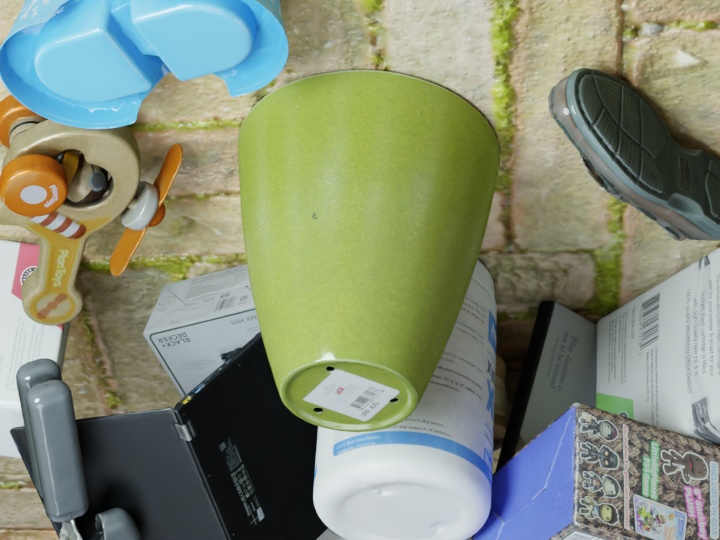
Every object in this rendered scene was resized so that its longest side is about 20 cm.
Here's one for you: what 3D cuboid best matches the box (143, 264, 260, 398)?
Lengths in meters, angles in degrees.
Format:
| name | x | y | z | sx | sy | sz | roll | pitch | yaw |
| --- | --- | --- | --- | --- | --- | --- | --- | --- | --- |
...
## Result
| name | x | y | z | sx | sy | sz | roll | pitch | yaw |
| --- | --- | --- | --- | --- | --- | --- | --- | --- | --- |
| box | -0.070 | 0.093 | 1.748 | 0.116 | 0.060 | 0.201 | -15 | 123 | 25 |

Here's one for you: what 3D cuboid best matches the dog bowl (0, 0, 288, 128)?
| name | x | y | z | sx | sy | sz | roll | pitch | yaw |
| --- | --- | --- | --- | --- | --- | --- | --- | --- | --- |
| dog bowl | -0.139 | -0.155 | 1.457 | 0.199 | 0.050 | 0.112 | -12 | 142 | 23 |

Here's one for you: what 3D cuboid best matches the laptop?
| name | x | y | z | sx | sy | sz | roll | pitch | yaw |
| --- | --- | --- | --- | --- | --- | --- | --- | --- | --- |
| laptop | -0.125 | 0.144 | 1.688 | 0.115 | 0.200 | 0.188 | 19 | 139 | 42 |

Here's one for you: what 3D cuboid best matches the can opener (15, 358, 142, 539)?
| name | x | y | z | sx | sy | sz | roll | pitch | yaw |
| --- | --- | --- | --- | --- | --- | --- | --- | --- | --- |
| can opener | -0.199 | 0.148 | 1.617 | 0.066 | 0.053 | 0.201 | -16 | 128 | -16 |

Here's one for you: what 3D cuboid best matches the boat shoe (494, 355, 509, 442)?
| name | x | y | z | sx | sy | sz | roll | pitch | yaw |
| --- | --- | --- | --- | --- | --- | --- | --- | --- | --- |
| boat shoe | 0.061 | 0.111 | 1.812 | 0.071 | 0.065 | 0.200 | 16 | 161 | -28 |

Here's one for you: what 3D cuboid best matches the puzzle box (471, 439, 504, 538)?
| name | x | y | z | sx | sy | sz | roll | pitch | yaw |
| --- | --- | --- | --- | --- | --- | --- | --- | --- | --- |
| puzzle box | 0.137 | 0.233 | 1.778 | 0.133 | 0.025 | 0.201 | -30 | 94 | 36 |

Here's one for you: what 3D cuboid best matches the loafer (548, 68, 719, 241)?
| name | x | y | z | sx | sy | sz | roll | pitch | yaw |
| --- | --- | --- | --- | --- | --- | --- | --- | --- | --- |
| loafer | 0.186 | -0.067 | 1.533 | 0.063 | 0.072 | 0.199 | -20 | 141 | 40 |

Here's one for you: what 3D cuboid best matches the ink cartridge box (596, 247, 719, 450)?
| name | x | y | z | sx | sy | sz | roll | pitch | yaw |
| --- | --- | --- | --- | --- | --- | --- | --- | --- | --- |
| ink cartridge box | 0.267 | 0.070 | 1.652 | 0.084 | 0.146 | 0.200 | 26 | 141 | -27 |

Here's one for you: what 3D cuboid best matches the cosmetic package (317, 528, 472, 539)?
| name | x | y | z | sx | sy | sz | roll | pitch | yaw |
| --- | --- | --- | --- | --- | --- | --- | --- | --- | --- |
| cosmetic package | 0.026 | 0.236 | 1.797 | 0.199 | 0.074 | 0.102 | 29 | 142 | 38 |

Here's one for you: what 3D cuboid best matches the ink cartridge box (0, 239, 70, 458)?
| name | x | y | z | sx | sy | sz | roll | pitch | yaw |
| --- | --- | --- | --- | --- | --- | --- | --- | --- | --- |
| ink cartridge box | -0.323 | 0.051 | 1.694 | 0.198 | 0.146 | 0.084 | 8 | 147 | -4 |

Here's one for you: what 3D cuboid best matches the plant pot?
| name | x | y | z | sx | sy | sz | roll | pitch | yaw |
| --- | --- | --- | --- | --- | --- | --- | --- | --- | --- |
| plant pot | 0.000 | 0.000 | 1.533 | 0.185 | 0.201 | 0.188 | 3 | 146 | 2 |

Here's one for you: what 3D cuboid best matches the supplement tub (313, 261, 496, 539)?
| name | x | y | z | sx | sy | sz | roll | pitch | yaw |
| --- | --- | --- | --- | --- | --- | --- | --- | --- | --- |
| supplement tub | 0.035 | 0.093 | 1.665 | 0.131 | 0.201 | 0.132 | 3 | 146 | 2 |

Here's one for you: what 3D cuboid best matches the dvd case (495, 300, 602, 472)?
| name | x | y | z | sx | sy | sz | roll | pitch | yaw |
| --- | --- | --- | --- | --- | --- | --- | --- | --- | --- |
| dvd case | 0.198 | 0.127 | 1.751 | 0.199 | 0.144 | 0.017 | 28 | 159 | -30 |

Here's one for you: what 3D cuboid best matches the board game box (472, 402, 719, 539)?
| name | x | y | z | sx | sy | sz | roll | pitch | yaw |
| --- | --- | --- | --- | --- | --- | --- | --- | --- | --- |
| board game box | 0.202 | 0.195 | 1.626 | 0.199 | 0.097 | 0.159 | 18 | 145 | -19 |

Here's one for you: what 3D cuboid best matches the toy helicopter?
| name | x | y | z | sx | sy | sz | roll | pitch | yaw |
| --- | --- | --- | --- | --- | --- | --- | --- | --- | --- |
| toy helicopter | -0.200 | -0.034 | 1.601 | 0.131 | 0.079 | 0.201 | 1 | 137 | -16 |
